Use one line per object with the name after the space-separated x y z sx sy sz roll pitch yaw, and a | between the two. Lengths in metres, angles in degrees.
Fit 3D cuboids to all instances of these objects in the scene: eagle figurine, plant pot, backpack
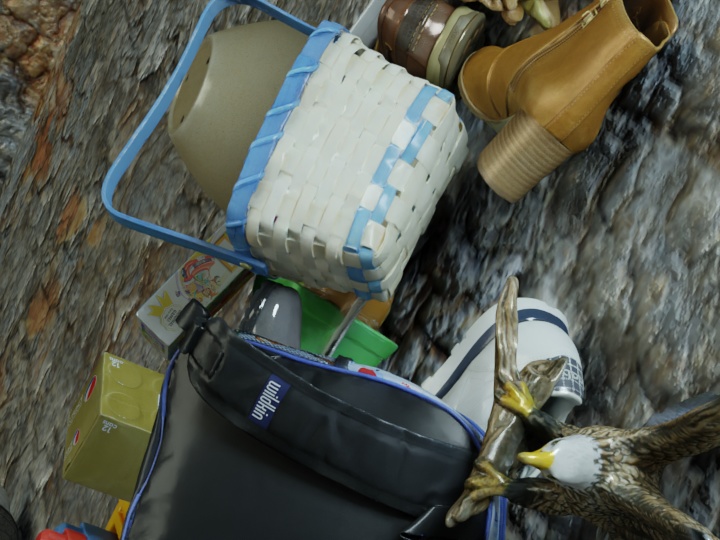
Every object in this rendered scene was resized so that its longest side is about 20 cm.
0.134 0.095 0.901 0.199 0.151 0.152 5 116 40 | eagle figurine
-0.086 -0.135 1.664 0.200 0.134 0.201 -53 24 36 | plant pot
-0.018 0.135 1.033 0.154 0.190 0.201 18 -94 -72 | backpack

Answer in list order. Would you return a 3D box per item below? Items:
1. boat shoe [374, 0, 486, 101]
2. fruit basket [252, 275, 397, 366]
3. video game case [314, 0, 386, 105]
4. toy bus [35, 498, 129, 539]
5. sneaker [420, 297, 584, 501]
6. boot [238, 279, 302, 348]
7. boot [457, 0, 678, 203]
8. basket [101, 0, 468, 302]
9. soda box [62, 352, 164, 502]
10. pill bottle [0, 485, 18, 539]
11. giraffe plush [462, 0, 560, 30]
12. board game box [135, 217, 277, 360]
0.044 -0.151 1.358 0.072 0.067 0.200 -62 -5 -7 | boat shoe
0.000 0.000 1.372 0.200 0.094 0.185 -53 13 -8 | fruit basket
0.016 -0.179 1.449 0.200 0.024 0.182 -53 -3 11 | video game case
-0.158 0.255 1.362 0.201 0.191 0.136 -67 21 9 | toy bus
0.060 0.110 1.121 0.200 0.076 0.081 -59 31 29 | sneaker
-0.019 0.111 1.233 0.070 0.131 0.201 1 -85 -70 | boot
0.132 -0.131 1.207 0.144 0.071 0.201 -46 17 20 | boot
-0.046 -0.074 1.242 0.177 0.199 0.139 -61 -13 -14 | basket
-0.099 0.131 1.316 0.064 0.199 0.068 -57 22 29 | soda box
-0.437 0.318 2.148 0.117 0.116 0.200 -60 20 21 | pill bottle
0.104 -0.255 1.275 0.200 0.172 0.163 132 146 -62 | giraffe plush
-0.083 -0.021 1.430 0.200 0.034 0.134 -46 -1 -9 | board game box
